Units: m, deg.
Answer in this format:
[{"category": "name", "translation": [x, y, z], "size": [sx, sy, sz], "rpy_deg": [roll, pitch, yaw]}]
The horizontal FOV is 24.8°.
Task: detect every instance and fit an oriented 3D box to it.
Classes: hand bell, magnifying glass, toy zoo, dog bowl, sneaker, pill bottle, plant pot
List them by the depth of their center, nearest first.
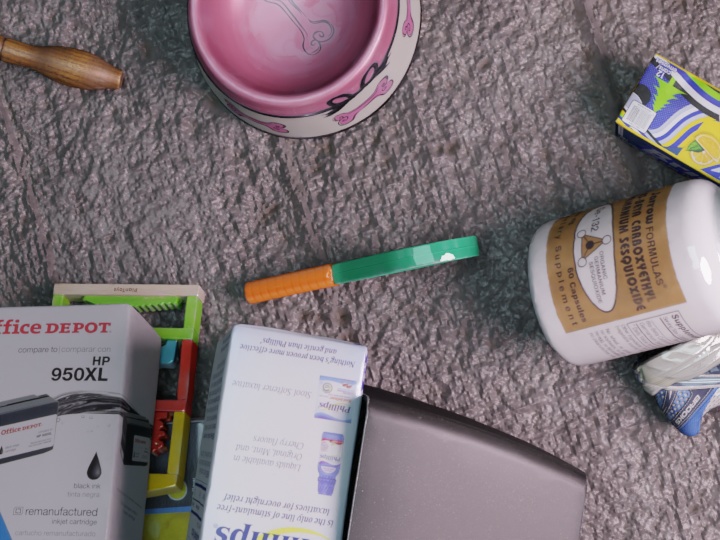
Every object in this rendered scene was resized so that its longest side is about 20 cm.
[{"category": "pill bottle", "translation": [0.234, -0.005, 1.217], "size": [0.198, 0.114, 0.116], "rpy_deg": [-17, 84, 31]}, {"category": "plant pot", "translation": [0.066, 0.202, 1.236], "size": [0.175, 0.200, 0.203], "rpy_deg": [10, 89, -5]}, {"category": "sneaker", "translation": [0.315, 0.064, 1.260], "size": [0.198, 0.077, 0.086], "rpy_deg": [-26, 93, 15]}, {"category": "magnifying glass", "translation": [0.000, 0.000, 1.317], "size": [0.198, 0.079, 0.023], "rpy_deg": [-10, 90, 20]}, {"category": "dog bowl", "translation": [-0.052, -0.211, 1.329], "size": [0.197, 0.074, 0.203], "rpy_deg": [0, 88, 11]}, {"category": "toy zoo", "translation": [-0.201, 0.109, 1.336], "size": [0.129, 0.020, 0.202], "rpy_deg": [0, 69, 11]}, {"category": "hand bell", "translation": [-0.297, -0.187, 1.377], "size": [0.198, 0.104, 0.105], "rpy_deg": [13, 90, -2]}]

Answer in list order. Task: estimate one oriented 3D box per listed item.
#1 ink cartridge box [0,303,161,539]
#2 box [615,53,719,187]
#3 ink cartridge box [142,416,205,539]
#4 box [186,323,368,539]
[{"category": "ink cartridge box", "translation": [-0.242, 0.133, 1.277], "size": [0.143, 0.084, 0.202], "rpy_deg": [-1, 68, 11]}, {"category": "box", "translation": [0.296, -0.086, 1.263], "size": [0.199, 0.070, 0.065], "rpy_deg": [32, 91, 10]}, {"category": "ink cartridge box", "translation": [-0.194, 0.226, 1.350], "size": [0.197, 0.047, 0.200], "rpy_deg": [-6, 86, 8]}, {"category": "box", "translation": [-0.068, 0.151, 1.234], "size": [0.104, 0.184, 0.203], "rpy_deg": [9, 83, -7]}]
